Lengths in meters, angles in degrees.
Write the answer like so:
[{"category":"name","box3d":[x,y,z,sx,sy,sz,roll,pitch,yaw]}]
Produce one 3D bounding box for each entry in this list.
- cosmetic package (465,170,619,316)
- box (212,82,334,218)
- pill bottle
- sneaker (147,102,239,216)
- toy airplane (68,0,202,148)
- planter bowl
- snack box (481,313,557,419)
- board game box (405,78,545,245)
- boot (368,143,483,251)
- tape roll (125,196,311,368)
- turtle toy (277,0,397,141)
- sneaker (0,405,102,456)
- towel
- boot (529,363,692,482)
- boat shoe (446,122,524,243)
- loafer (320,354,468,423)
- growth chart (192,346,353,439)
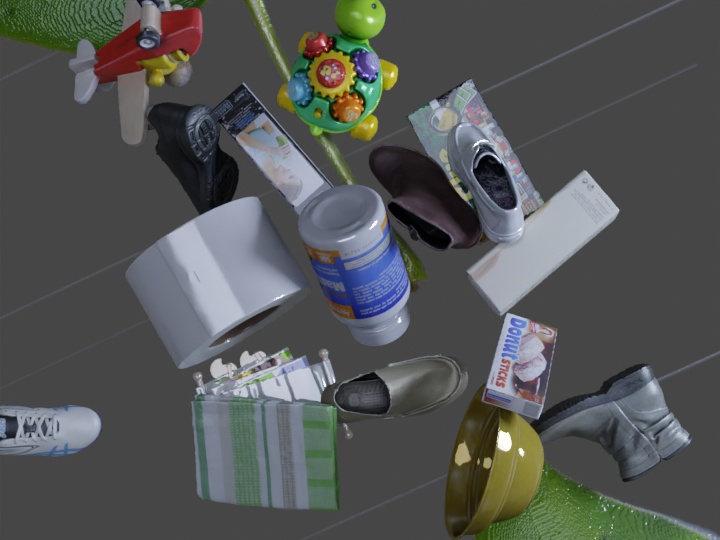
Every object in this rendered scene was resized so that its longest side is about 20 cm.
[{"category":"cosmetic package","box3d":[0.233,-0.033,1.530,0.200,0.105,0.071,-40,81,0]},{"category":"box","box3d":[-0.105,-0.143,1.566,0.060,0.117,0.200,-40,82,-1]},{"category":"pill bottle","box3d":[0.000,0.000,1.501,0.111,0.201,0.112,-11,41,10]},{"category":"sneaker","box3d":[-0.220,-0.147,1.556,0.090,0.201,0.076,17,52,24]},{"category":"toy airplane","box3d":[-0.294,-0.280,1.598,0.199,0.141,0.201,36,100,45]},{"category":"planter bowl","box3d":[0.175,0.246,1.477,0.083,0.200,0.202,16,87,-8]},{"category":"snack box","box3d":[0.201,0.116,1.481,0.071,0.200,0.024,17,117,7]},{"category":"board game box","box3d":[0.154,-0.146,1.587,0.104,0.023,0.201,-31,83,5]},{"category":"boot","box3d":[0.068,-0.098,1.509,0.200,0.166,0.073,38,109,15]},{"category":"tape roll","box3d":[-0.181,0.016,1.518,0.202,0.203,0.140,-31,83,2]},{"category":"turtle toy","box3d":[-0.026,-0.274,1.574,0.145,0.101,0.201,22,88,7]},{"category":"sneaker","box3d":[-0.448,0.216,1.594,0.199,0.072,0.072,-2,84,4]},{"category":"towel","box3d":[-0.123,0.238,1.551,0.199,0.031,0.150,2,103,17]},{"category":"boot","box3d":[0.317,0.218,1.524,0.199,0.068,0.131,-27,89,4]},{"category":"boat shoe","box3d":[0.157,-0.127,1.499,0.071,0.069,0.201,-7,52,-5]},{"category":"loafer","box3d":[0.046,0.159,1.546,0.199,0.068,0.076,-15,84,-2]},{"category":"growth chart","box3d":[-0.120,0.175,1.591,0.199,0.018,0.146,-13,84,5]}]
